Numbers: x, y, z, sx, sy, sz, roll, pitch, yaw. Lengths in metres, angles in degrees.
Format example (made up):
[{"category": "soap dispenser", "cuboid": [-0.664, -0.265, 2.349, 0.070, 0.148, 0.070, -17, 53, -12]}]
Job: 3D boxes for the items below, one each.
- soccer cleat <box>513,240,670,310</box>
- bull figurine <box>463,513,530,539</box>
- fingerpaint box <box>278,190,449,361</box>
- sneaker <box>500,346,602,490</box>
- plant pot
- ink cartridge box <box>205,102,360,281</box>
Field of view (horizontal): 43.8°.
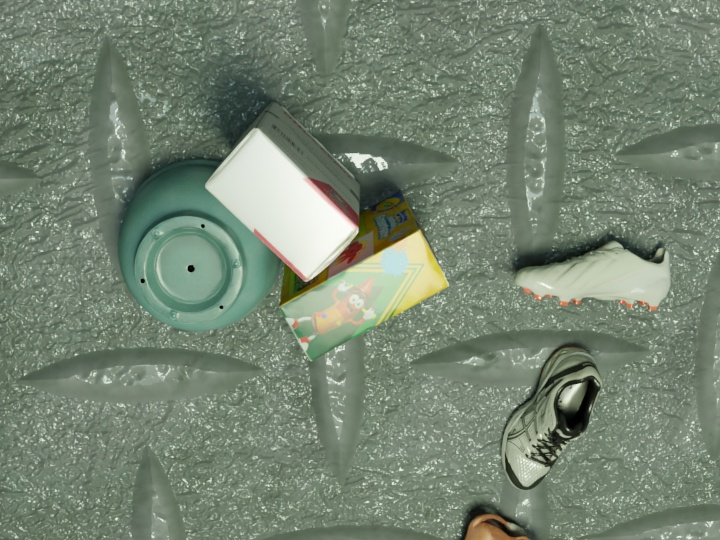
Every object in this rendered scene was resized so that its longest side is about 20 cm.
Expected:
[{"category": "soccer cleat", "cuboid": [0.280, 0.001, 1.082, 0.197, 0.069, 0.079, 4, 100, -11]}, {"category": "bull figurine", "cuboid": [0.161, 0.414, 1.183, 0.120, 0.065, 0.203, 13, 110, -13]}, {"category": "fingerpaint box", "cuboid": [0.000, 0.000, 0.995, 0.165, 0.200, 0.074, -29, 106, 5]}, {"category": "sneaker", "cuboid": [0.236, 0.194, 1.117, 0.075, 0.088, 0.202, 18, 105, -9]}, {"category": "plant pot", "cuboid": [-0.185, -0.016, 1.017, 0.197, 0.134, 0.204, -1, 105, -3]}, {"category": "ink cartridge box", "cuboid": [-0.076, -0.092, 0.968, 0.146, 0.200, 0.083, 43, 103, -12]}]
